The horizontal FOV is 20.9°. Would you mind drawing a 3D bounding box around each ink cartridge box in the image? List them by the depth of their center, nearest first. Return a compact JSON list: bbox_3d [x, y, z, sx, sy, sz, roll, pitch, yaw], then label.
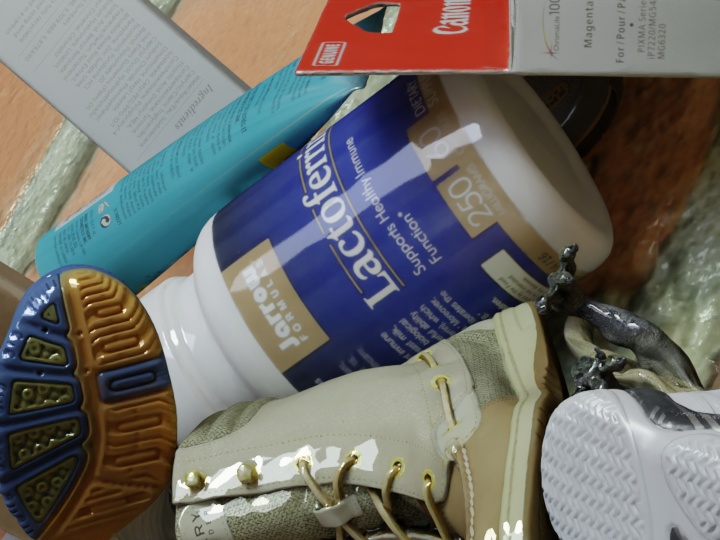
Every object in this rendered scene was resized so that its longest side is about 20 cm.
[{"bbox_3d":[0.068,-0.124,0.823,0.172,0.044,0.200,2,20,4],"label":"ink cartridge box"}]

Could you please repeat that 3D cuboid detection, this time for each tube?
[{"bbox_3d":[-0.067,-0.048,0.896,0.199,0.050,0.078,-36,26,27],"label":"tube"}]

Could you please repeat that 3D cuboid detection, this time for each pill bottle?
[{"bbox_3d":[0.000,0.000,0.847,0.199,0.116,0.116,-36,37,17],"label":"pill bottle"}]

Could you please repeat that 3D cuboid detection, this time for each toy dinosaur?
[{"bbox_3d":[0.106,0.040,0.737,0.048,0.088,0.200,-51,34,4],"label":"toy dinosaur"}]

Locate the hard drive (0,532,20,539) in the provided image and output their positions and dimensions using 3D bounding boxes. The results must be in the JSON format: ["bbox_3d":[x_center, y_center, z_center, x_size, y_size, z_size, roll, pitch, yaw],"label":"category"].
[{"bbox_3d":[-0.149,0.209,0.914,0.199,0.026,0.133,18,74,55],"label":"hard drive"}]

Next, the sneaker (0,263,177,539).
[{"bbox_3d":[-0.107,0.083,0.803,0.075,0.202,0.088,-7,25,-4],"label":"sneaker"}]

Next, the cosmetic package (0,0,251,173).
[{"bbox_3d":[-0.106,-0.089,0.989,0.074,0.200,0.102,-48,-1,4],"label":"cosmetic package"}]

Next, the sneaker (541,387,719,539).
[{"bbox_3d":[0.154,0.078,0.577,0.199,0.114,0.076,27,120,51],"label":"sneaker"}]

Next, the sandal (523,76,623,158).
[{"bbox_3d":[0.037,-0.040,0.920,0.200,0.054,0.082,-41,36,17],"label":"sandal"}]

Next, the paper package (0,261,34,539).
[{"bbox_3d":[-0.202,0.046,0.988,0.104,0.190,0.200,-60,25,-3],"label":"paper package"}]

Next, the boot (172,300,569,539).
[{"bbox_3d":[0.006,0.086,0.718,0.153,0.073,0.200,-17,20,9],"label":"boot"}]
